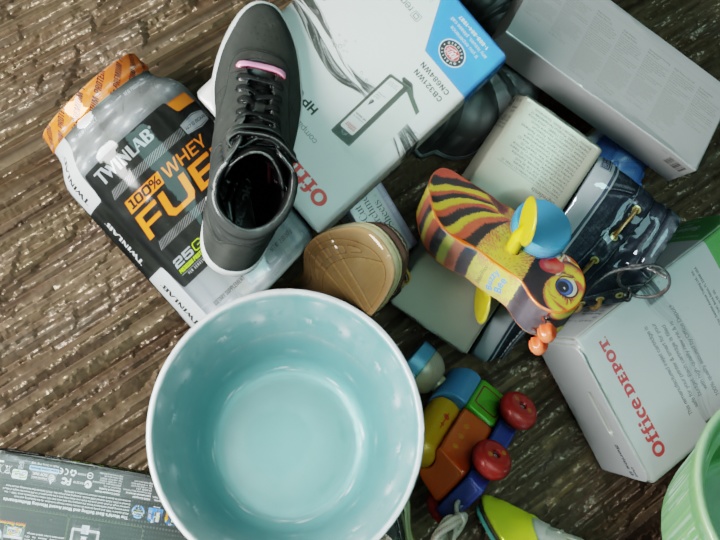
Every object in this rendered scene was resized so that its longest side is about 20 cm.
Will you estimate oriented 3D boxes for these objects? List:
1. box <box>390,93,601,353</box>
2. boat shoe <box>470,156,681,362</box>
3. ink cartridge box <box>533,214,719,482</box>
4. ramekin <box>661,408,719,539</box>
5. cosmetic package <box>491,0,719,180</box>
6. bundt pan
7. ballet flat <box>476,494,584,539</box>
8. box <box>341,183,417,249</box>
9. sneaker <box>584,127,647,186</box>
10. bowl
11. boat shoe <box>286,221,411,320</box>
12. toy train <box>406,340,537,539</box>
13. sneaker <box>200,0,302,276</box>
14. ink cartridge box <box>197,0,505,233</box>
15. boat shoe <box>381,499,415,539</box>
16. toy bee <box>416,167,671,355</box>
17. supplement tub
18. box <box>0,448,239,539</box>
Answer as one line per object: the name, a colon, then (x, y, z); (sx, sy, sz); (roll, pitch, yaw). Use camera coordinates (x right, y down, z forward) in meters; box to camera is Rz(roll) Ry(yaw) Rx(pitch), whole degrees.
box: (0.108, -0.040, 0.997); (0.082, 0.068, 0.201); (34, 98, -7)
boat shoe: (0.176, 0.012, 1.001); (0.090, 0.071, 0.202); (33, 110, -1)
ink cartridge box: (0.270, 0.066, 1.058); (0.199, 0.084, 0.147); (-33, 100, -18)
ramekin: (0.340, 0.207, 0.969); (0.196, 0.098, 0.203); (7, 55, -10)
cosmetic package: (0.208, -0.167, 1.010); (0.199, 0.051, 0.083); (34, 76, -10)
bundt pan: (0.081, -0.202, 1.042); (0.198, 0.076, 0.206); (2, 82, -16)
ballet flat: (0.172, 0.262, 0.996); (0.067, 0.067, 0.202); (-34, 74, 14)
box: (-0.022, -0.096, 1.015); (0.041, 0.039, 0.202); (-31, 93, -15)
sneaker: (0.232, -0.076, 1.071); (0.199, 0.077, 0.112); (-38, 90, -14)
bowl: (-0.055, 0.125, 0.896); (0.197, 0.105, 0.204); (1, 75, -3)
boat shoe: (0.000, 0.000, 0.928); (0.072, 0.200, 0.073); (-34, 83, -25)
toy train: (0.053, 0.143, 0.951); (0.115, 0.085, 0.200); (39, 37, 3)
sneaker: (-0.069, -0.102, 0.842); (0.070, 0.099, 0.204); (10, 79, -14)
ink cartridge box: (-0.007, -0.147, 0.946); (0.200, 0.084, 0.146); (-43, 92, 2)
boat shoe: (0.004, 0.203, 0.963); (0.071, 0.066, 0.204); (-17, 91, 17)
toy bee: (0.127, 0.001, 0.904); (0.197, 0.132, 0.110); (11, 49, 18)
supplement tub: (-0.142, -0.059, 0.930); (0.123, 0.122, 0.200); (-45, 97, -17)
box: (-0.198, 0.248, 0.916); (0.197, 0.047, 0.197); (11, 82, -16)
